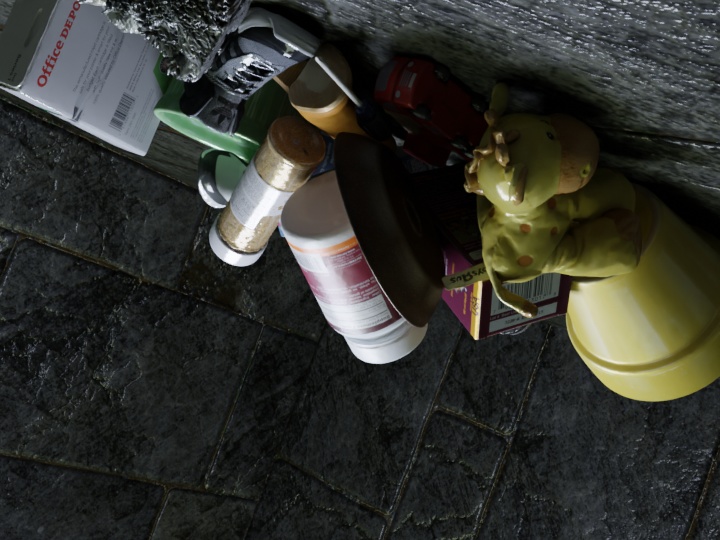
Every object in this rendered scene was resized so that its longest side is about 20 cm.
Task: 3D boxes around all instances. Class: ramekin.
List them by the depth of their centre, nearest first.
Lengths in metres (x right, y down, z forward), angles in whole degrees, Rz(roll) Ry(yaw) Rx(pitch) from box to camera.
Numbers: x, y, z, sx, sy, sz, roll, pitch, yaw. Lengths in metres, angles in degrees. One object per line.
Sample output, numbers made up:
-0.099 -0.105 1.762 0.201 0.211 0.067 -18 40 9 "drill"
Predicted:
-0.137 -0.195 1.181 0.198 0.098 0.200 21 177 1 "ramekin"

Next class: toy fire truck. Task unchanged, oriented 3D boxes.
0.065 -0.154 0.985 0.140 0.049 0.199 22 176 43 "toy fire truck"

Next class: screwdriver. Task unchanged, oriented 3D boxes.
-0.003 -0.149 0.871 0.029 0.028 0.200 55 -172 13 "screwdriver"

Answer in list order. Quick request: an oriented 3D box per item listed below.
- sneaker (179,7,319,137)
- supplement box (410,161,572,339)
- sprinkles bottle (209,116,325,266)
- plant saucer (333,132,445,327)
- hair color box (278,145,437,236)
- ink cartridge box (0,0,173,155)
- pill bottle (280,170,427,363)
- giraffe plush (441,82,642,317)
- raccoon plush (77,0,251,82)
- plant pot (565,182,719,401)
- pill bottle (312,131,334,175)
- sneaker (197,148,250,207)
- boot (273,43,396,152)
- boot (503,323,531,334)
-0.115 -0.191 0.977 0.075 0.115 0.199 23 176 -34 "sneaker"
0.125 -0.029 1.043 0.109 0.086 0.200 -14 -142 -18 "supplement box"
-0.108 -0.085 1.107 0.068 0.069 0.200 22 139 -15 "sprinkles bottle"
0.036 -0.046 0.940 0.036 0.202 0.200 -24 160 17 "plant saucer"
0.001 -0.098 1.190 0.199 0.061 0.100 -22 -165 -30 "hair color box"
-0.314 -0.242 1.148 0.084 0.147 0.200 21 176 35 "ink cartridge box"
0.000 0.000 1.072 0.114 0.114 0.201 18 145 41 "pill bottle"
0.155 -0.079 0.882 0.173 0.199 0.163 47 161 39 "giraffe plush"
-0.156 -0.254 0.822 0.134 0.097 0.200 35 145 -8 "raccoon plush"
0.297 0.011 1.071 0.200 0.202 0.189 17 160 49 "plant pot"
-0.022 -0.125 1.398 0.199 0.121 0.119 22 177 -20 "pill bottle"
-0.130 -0.107 1.245 0.079 0.074 0.200 0 171 29 "sneaker"
-0.010 -0.162 1.008 0.144 0.071 0.201 37 -178 -29 "boot"
0.217 -0.008 1.146 0.069 0.202 0.131 8 166 39 "boot"
